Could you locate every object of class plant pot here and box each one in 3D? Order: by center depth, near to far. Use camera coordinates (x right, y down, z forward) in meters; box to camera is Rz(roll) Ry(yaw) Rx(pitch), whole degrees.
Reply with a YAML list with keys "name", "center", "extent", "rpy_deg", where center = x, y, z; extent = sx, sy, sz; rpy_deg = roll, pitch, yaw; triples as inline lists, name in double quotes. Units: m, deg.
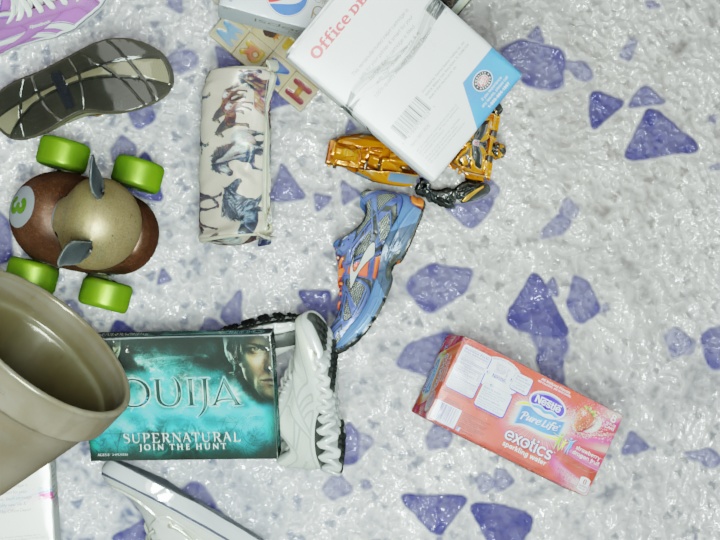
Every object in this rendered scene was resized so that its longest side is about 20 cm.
- name: "plant pot"
  center: [-0.349, 0.127, 1.173]
  extent: [0.200, 0.200, 0.174]
  rpy_deg: [41, 101, -5]

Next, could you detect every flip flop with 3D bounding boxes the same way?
- name: "flip flop"
  center: [-0.296, -0.192, 1.318]
  extent: [0.200, 0.058, 0.081]
  rpy_deg: [-19, 96, 7]

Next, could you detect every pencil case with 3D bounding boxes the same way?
- name: "pencil case"
  center: [-0.128, -0.126, 1.322]
  extent: [0.089, 0.078, 0.201]
  rpy_deg: [1, 88, 15]

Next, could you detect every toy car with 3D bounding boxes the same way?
- name: "toy car"
  center: [-0.283, -0.051, 1.238]
  extent: [0.157, 0.200, 0.165]
  rpy_deg: [14, 86, -7]

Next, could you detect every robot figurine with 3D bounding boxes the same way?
- name: "robot figurine"
  center: [0.067, -0.147, 1.359]
  extent: [0.199, 0.058, 0.145]
  rpy_deg: [9, 90, -7]

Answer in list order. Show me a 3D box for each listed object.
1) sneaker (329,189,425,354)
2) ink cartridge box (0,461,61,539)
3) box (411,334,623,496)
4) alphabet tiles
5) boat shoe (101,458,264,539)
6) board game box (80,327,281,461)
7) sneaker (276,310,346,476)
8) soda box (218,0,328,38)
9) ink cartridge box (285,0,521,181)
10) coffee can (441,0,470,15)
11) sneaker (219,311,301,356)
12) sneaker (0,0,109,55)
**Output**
- name: "sneaker"
  center: [0.000, 0.000, 1.347]
  extent: [0.078, 0.075, 0.200]
  rpy_deg: [24, 77, 3]
- name: "ink cartridge box"
  center: [-0.377, 0.231, 1.283]
  extent: [0.116, 0.067, 0.201]
  rpy_deg: [-3, 89, -8]
- name: "box"
  center: [0.169, 0.156, 1.345]
  extent: [0.200, 0.095, 0.100]
  rpy_deg: [26, 85, -6]
- name: "alphabet tiles"
  center: [-0.066, -0.283, 1.372]
  extent: [0.200, 0.006, 0.167]
  rpy_deg: [39, 83, -5]
- name: "boat shoe"
  center: [-0.196, 0.273, 1.309]
  extent: [0.200, 0.071, 0.070]
  rpy_deg: [33, 82, -12]
- name: "board game box"
  center: [-0.185, 0.129, 1.275]
  extent: [0.199, 0.028, 0.136]
  rpy_deg: [-2, 101, 4]
- name: "sneaker"
  center: [-0.060, 0.134, 1.299]
  extent: [0.081, 0.075, 0.200]
  rpy_deg: [0, 119, 6]
- name: "soda box"
  center: [-0.051, -0.285, 1.337]
  extent: [0.200, 0.068, 0.064]
  rpy_deg: [15, 88, -7]
- name: "ink cartridge box"
  center: [0.041, -0.212, 1.274]
  extent: [0.200, 0.084, 0.145]
  rpy_deg: [40, 92, -9]
- name: "coffee can"
  center: [0.062, -0.380, 1.322]
  extent: [0.200, 0.146, 0.146]
  rpy_deg: [39, 84, -5]
- name: "sneaker"
  center: [-0.139, 0.099, 1.323]
  extent: [0.200, 0.074, 0.080]
  rpy_deg: [-17, 94, 0]
- name: "sneaker"
  center: [-0.345, -0.279, 1.282]
  extent: [0.200, 0.114, 0.073]
  rpy_deg: [-32, 91, -9]
